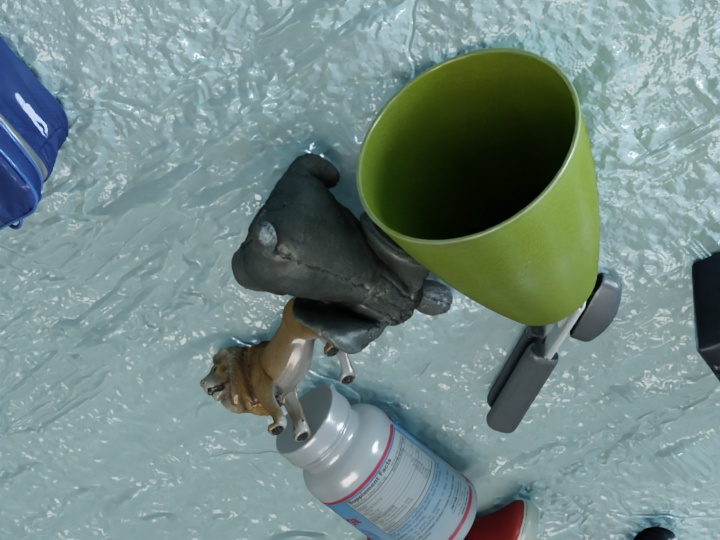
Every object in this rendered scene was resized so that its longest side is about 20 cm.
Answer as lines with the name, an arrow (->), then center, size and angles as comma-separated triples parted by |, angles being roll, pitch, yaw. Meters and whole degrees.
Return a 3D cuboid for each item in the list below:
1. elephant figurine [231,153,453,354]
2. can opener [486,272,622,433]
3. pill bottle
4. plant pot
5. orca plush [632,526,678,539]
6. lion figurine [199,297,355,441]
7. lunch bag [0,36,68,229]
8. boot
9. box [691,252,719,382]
elephant figurine -> 0.000, 0.000, 1.261 | 0.200, 0.156, 0.142 | 33, 144, -7
can opener -> 0.176, 0.080, 1.367 | 0.066, 0.053, 0.200 | 21, 131, -10
pill bottle -> 0.015, 0.203, 1.463 | 0.200, 0.109, 0.109 | 40, 125, -23
plant pot -> 0.121, -0.046, 1.204 | 0.186, 0.188, 0.200 | -14, 142, 20
orca plush -> 0.299, 0.336, 1.582 | 0.105, 0.071, 0.200 | -39, 141, -17
lion figurine -> -0.067, 0.078, 1.380 | 0.072, 0.123, 0.200 | 14, 127, -43
lunch bag -> -0.347, -0.112, 1.230 | 0.135, 0.133, 0.200 | -24, 123, 26
boot -> 0.089, 0.287, 1.552 | 0.144, 0.073, 0.200 | 27, 133, -12
box -> 0.421, 0.059, 1.270 | 0.199, 0.118, 0.197 | -24, 123, 28
